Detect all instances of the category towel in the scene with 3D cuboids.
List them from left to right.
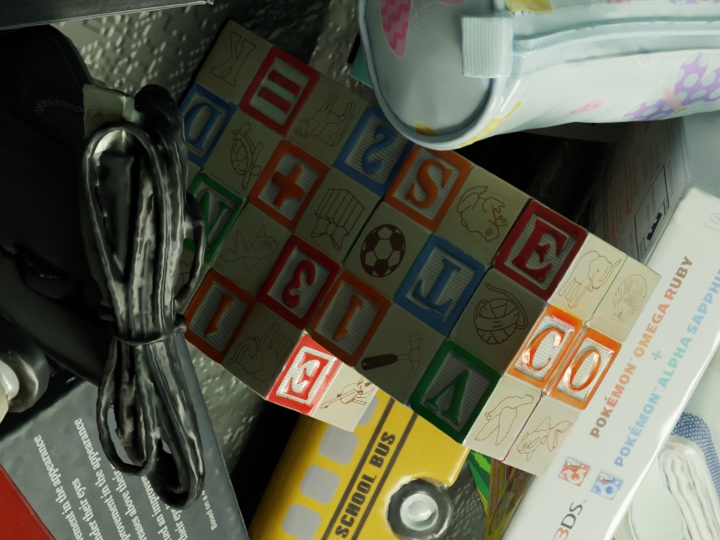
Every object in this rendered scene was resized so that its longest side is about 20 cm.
[{"bbox_3d":[0.171,0.029,0.888,0.147,0.024,0.201,62,42,-51],"label":"towel"}]

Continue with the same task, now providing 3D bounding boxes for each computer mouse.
[{"bbox_3d":[-0.104,-0.020,0.671,0.053,0.200,0.139,-11,118,-19],"label":"computer mouse"}]

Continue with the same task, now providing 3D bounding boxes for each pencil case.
[{"bbox_3d":[0.096,-0.093,0.764,0.199,0.091,0.083,-8,121,-36],"label":"pencil case"}]

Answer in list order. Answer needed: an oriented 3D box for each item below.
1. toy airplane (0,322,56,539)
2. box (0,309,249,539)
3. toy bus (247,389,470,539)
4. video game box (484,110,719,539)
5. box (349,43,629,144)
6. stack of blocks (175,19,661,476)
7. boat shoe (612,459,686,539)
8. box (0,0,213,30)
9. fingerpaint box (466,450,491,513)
[{"bbox_3d":[-0.208,0.035,0.624,0.199,0.200,0.141,-3,146,-35],"label":"toy airplane"},{"bbox_3d":[-0.156,0.096,0.758,0.200,0.104,0.148,-35,138,-23],"label":"box"},{"bbox_3d":[0.021,0.057,0.930,0.065,0.078,0.201,-86,-160,-77],"label":"toy bus"},{"bbox_3d":[0.110,0.018,0.858,0.183,0.047,0.200,-62,-176,22],"label":"video game box"},{"bbox_3d":[0.089,-0.106,0.917,0.200,0.049,0.083,3,113,-48],"label":"box"},{"bbox_3d":[0.000,0.000,0.776,0.059,0.200,0.115,25,96,-52],"label":"stack of blocks"},{"bbox_3d":[0.152,0.047,0.974,0.075,0.068,0.201,-4,103,-33],"label":"boat shoe"},{"bbox_3d":[-0.119,-0.174,0.650,0.200,0.050,0.199,-13,123,-42],"label":"box"},{"bbox_3d":[0.155,0.071,1.093,0.200,0.073,0.167,-40,139,-19],"label":"fingerpaint box"}]
